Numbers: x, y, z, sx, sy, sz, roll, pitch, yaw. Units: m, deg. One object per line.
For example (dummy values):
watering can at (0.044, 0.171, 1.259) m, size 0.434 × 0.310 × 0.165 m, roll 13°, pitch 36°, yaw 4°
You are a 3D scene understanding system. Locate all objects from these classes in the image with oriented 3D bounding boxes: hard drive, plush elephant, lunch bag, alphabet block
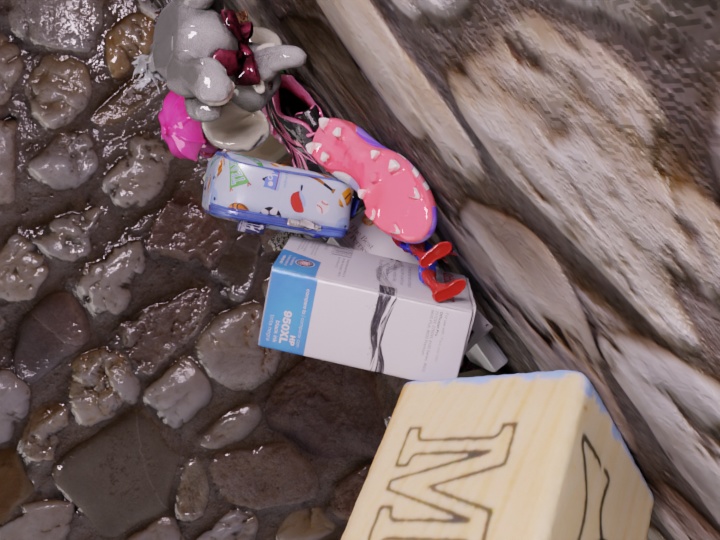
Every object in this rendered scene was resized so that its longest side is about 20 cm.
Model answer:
hard drive at (0.103, 0.033, 1.139) m, size 0.201 × 0.027 × 0.132 m, roll 55°, pitch 176°, yaw -4°
plush elephant at (-0.133, -0.221, 0.959) m, size 0.199 × 0.153 × 0.168 m, roll -14°, pitch 72°, yaw 52°
lunch bag at (-0.089, -0.080, 0.993) m, size 0.158 × 0.077 × 0.200 m, roll 11°, pitch -174°, yaw -17°
alphabet block at (0.124, 0.229, 0.794) m, size 0.194 × 0.201 × 0.196 m, roll -11°, pitch 127°, yaw 38°

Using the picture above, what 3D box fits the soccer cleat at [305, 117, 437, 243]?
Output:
soccer cleat at (0.022, -0.089, 0.879) m, size 0.076 × 0.067 × 0.200 m, roll 13°, pitch -158°, yaw -44°

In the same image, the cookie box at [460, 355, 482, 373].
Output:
cookie box at (0.144, 0.151, 1.329) m, size 0.201 × 0.075 × 0.171 m, roll 54°, pitch 176°, yaw -14°

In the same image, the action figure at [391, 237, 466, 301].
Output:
action figure at (0.059, -0.034, 0.921) m, size 0.066 × 0.051 × 0.200 m, roll 60°, pitch 178°, yaw -25°

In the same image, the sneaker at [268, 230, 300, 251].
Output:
sneaker at (-0.069, -0.008, 1.230) m, size 0.077 × 0.088 × 0.201 m, roll 45°, pitch 169°, yaw 44°

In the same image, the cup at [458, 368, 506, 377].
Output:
cup at (0.144, 0.203, 1.168) m, size 0.200 × 0.197 × 0.146 m, roll 85°, pitch 173°, yaw -83°

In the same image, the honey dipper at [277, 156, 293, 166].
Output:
honey dipper at (-0.087, -0.142, 1.192) m, size 0.038 × 0.038 × 0.200 m, roll 53°, pitch -158°, yaw -6°

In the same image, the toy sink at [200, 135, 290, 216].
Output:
toy sink at (-0.204, -0.198, 1.527) m, size 0.113 × 0.199 × 0.130 m, roll 52°, pitch 177°, yaw -3°

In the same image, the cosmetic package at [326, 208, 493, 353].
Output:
cosmetic package at (0.053, 0.021, 1.040) m, size 0.200 × 0.082 × 0.051 m, roll 47°, pitch 149°, yaw 8°

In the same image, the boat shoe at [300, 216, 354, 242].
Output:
boat shoe at (0.000, 0.000, 1.099) m, size 0.199 × 0.075 × 0.073 m, roll 38°, pitch -148°, yaw 15°

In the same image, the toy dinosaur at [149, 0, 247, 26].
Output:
toy dinosaur at (-0.199, -0.320, 1.132) m, size 0.197 × 0.103 × 0.137 m, roll -3°, pitch 128°, yaw 32°

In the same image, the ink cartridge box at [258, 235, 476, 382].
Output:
ink cartridge box at (0.009, 0.038, 0.918) m, size 0.197 × 0.086 × 0.145 m, roll 12°, pitch -166°, yaw 1°

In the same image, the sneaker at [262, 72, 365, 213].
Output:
sneaker at (-0.054, -0.157, 1.101) m, size 0.201 × 0.079 × 0.096 m, roll 52°, pitch 165°, yaw 10°

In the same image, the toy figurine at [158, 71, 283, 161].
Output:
toy figurine at (-0.190, -0.221, 1.262) m, size 0.151 × 0.183 × 0.200 m, roll 51°, pitch 176°, yaw 29°
